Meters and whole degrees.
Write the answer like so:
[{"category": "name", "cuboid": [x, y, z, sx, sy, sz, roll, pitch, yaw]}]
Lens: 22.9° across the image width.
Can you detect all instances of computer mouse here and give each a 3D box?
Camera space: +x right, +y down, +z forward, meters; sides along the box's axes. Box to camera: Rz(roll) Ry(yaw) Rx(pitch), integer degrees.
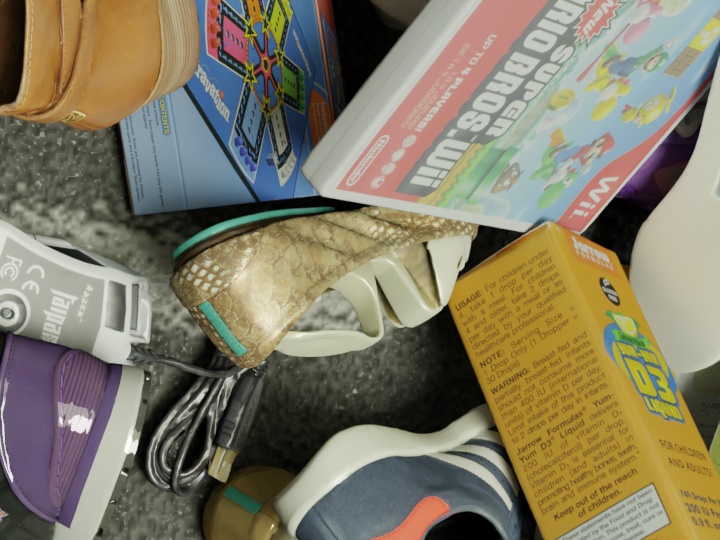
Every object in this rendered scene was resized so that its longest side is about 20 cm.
[{"category": "computer mouse", "cuboid": [-0.126, 0.022, 0.749, 0.200, 0.044, 0.110, 22, 86, -32]}]

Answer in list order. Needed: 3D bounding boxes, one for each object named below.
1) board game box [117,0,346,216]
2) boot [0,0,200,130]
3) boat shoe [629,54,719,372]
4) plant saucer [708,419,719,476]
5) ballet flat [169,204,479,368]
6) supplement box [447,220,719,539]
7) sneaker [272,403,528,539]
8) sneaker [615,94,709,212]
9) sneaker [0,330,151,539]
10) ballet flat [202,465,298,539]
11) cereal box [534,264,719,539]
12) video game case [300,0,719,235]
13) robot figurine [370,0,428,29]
[{"category": "board game box", "cuboid": [-0.064, -0.127, 0.747, 0.019, 0.103, 0.201, -23, 106, -65]}, {"category": "boot", "cuboid": [-0.124, -0.152, 0.670, 0.201, 0.074, 0.155, 70, 20, -3]}, {"category": "boat shoe", "cuboid": [0.181, -0.040, 0.811, 0.068, 0.072, 0.200, -18, 132, -36]}, {"category": "plant saucer", "cuboid": [0.214, 0.136, 0.874, 0.200, 0.031, 0.201, -13, 106, -53]}, {"category": "ballet flat", "cuboid": [0.000, 0.000, 0.773, 0.200, 0.070, 0.065, -19, 81, -45]}, {"category": "supplement box", "cuboid": [0.108, 0.080, 0.773, 0.066, 0.069, 0.200, 20, 40, -52]}, {"category": "sneaker", "cuboid": [0.047, 0.112, 0.784, 0.200, 0.085, 0.075, -5, 140, -53]}, {"category": "sneaker", "cuboid": [0.171, -0.044, 0.886, 0.200, 0.080, 0.089, -4, 102, -29]}, {"category": "sneaker", "cuboid": [-0.157, 0.116, 0.713, 0.087, 0.076, 0.201, 19, 101, -12]}, {"category": "ballet flat", "cuboid": [0.012, 0.161, 0.814, 0.200, 0.063, 0.069, 37, 76, -24]}, {"category": "cereal box", "cuboid": [0.160, 0.103, 0.903, 0.143, 0.039, 0.201, 9, 89, -27]}, {"category": "video game case", "cuboid": [0.079, -0.076, 0.727, 0.143, 0.017, 0.200, -51, 150, 21]}, {"category": "robot figurine", "cuboid": [0.031, -0.182, 0.751, 0.113, 0.170, 0.200, -9, 58, -24]}]
